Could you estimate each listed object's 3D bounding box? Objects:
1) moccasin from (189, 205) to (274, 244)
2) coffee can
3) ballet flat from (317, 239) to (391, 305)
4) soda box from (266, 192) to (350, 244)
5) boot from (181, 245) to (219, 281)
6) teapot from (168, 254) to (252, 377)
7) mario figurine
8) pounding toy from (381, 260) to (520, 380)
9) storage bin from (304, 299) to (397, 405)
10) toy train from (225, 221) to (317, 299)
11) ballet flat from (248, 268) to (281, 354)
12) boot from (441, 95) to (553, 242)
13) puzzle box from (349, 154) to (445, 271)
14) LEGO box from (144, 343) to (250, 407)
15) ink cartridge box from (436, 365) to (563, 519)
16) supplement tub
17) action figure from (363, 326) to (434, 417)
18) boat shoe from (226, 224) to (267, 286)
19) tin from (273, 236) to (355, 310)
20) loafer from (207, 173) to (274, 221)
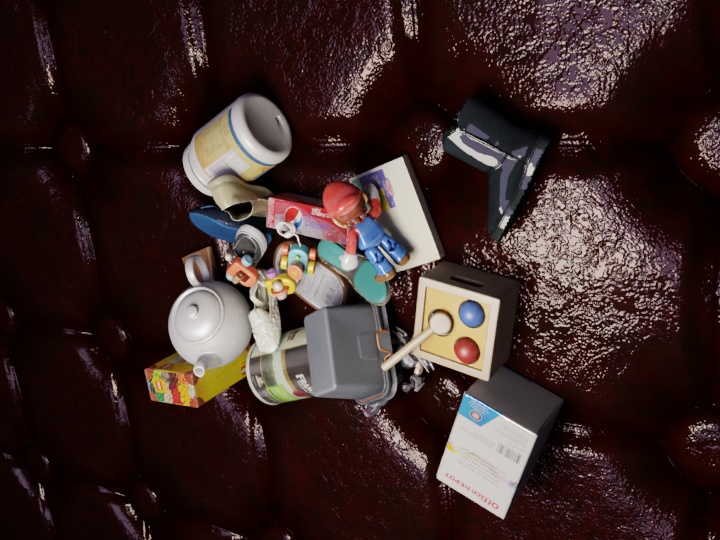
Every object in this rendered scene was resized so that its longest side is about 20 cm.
[{"bbox_3d":[-0.269,-0.102,1.659,0.197,0.069,0.081,18,150,15],"label":"moccasin"},{"bbox_3d":[-0.121,0.194,1.620,0.198,0.146,0.148,-17,98,37],"label":"coffee can"},{"bbox_3d":[0.000,0.000,1.510,0.199,0.075,0.068,38,101,29],"label":"ballet flat"},{"bbox_3d":[-0.089,-0.105,1.532,0.197,0.070,0.064,14,110,28],"label":"soda box"},{"bbox_3d":[-0.314,0.043,1.762,0.187,0.068,0.203,-10,95,44],"label":"boot"},{"bbox_3d":[-0.328,0.100,1.631,0.199,0.146,0.199,32,81,22],"label":"teapot"},{"bbox_3d":[0.001,-0.078,1.427,0.105,0.124,0.201,-30,104,34],"label":"mario figurine"},{"bbox_3d":[0.160,0.101,1.398,0.198,0.142,0.187,16,115,28],"label":"pounding toy"},{"bbox_3d":[-0.022,0.155,1.488,0.145,0.133,0.203,-27,66,49],"label":"storage bin"},{"bbox_3d":[-0.179,-0.004,1.546,0.150,0.056,0.199,41,125,-21],"label":"toy train"},{"bbox_3d":[-0.207,0.080,1.618,0.072,0.071,0.202,-41,41,37],"label":"ballet flat"},{"bbox_3d":[0.210,-0.172,1.302,0.167,0.076,0.202,29,114,17],"label":"boot"},{"bbox_3d":[0.068,-0.102,1.457,0.132,0.025,0.203,-16,98,37],"label":"puzzle box"},{"bbox_3d":[-0.361,0.226,1.758,0.147,0.199,0.078,1,108,33],"label":"LEGO box"},{"bbox_3d":[0.252,0.307,1.411,0.146,0.144,0.202,28,121,23],"label":"ink cartridge box"},{"bbox_3d":[-0.247,-0.245,1.542,0.199,0.144,0.146,-26,92,38],"label":"supplement tub"},{"bbox_3d":[0.067,0.201,1.543,0.131,0.069,0.201,54,124,27],"label":"action figure"},{"bbox_3d":[-0.248,-0.024,1.626,0.069,0.067,0.200,29,150,-6],"label":"boat shoe"},{"bbox_3d":[-0.098,0.011,1.605,0.199,0.042,0.113,35,119,19],"label":"tin"},{"bbox_3d":[-0.232,-0.132,1.541,0.075,0.199,0.069,-20,73,24],"label":"loafer"}]
